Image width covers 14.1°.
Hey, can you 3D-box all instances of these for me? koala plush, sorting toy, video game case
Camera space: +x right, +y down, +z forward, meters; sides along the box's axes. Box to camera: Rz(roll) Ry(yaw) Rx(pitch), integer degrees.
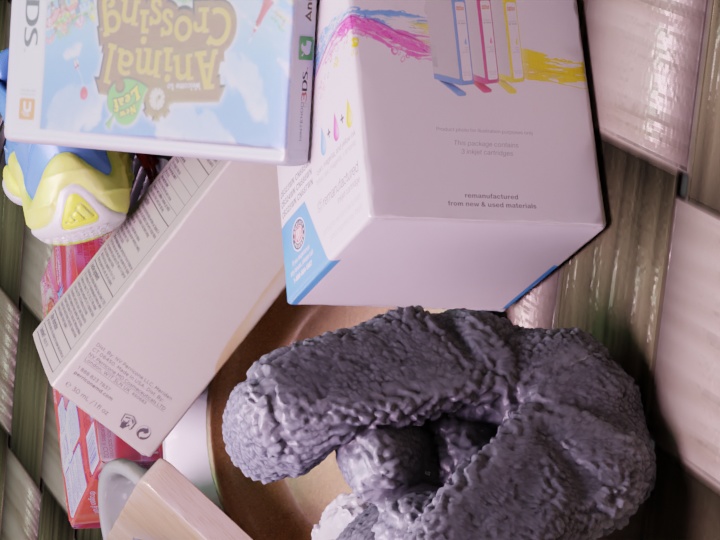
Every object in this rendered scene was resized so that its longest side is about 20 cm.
[{"bbox_3d":[0.036,0.132,1.355,0.177,0.183,0.201,45,140,27],"label":"koala plush"},{"bbox_3d":[-0.075,0.220,1.600,0.200,0.070,0.199,43,156,4],"label":"sorting toy"},{"bbox_3d":[-0.101,-0.150,1.459,0.199,0.022,0.183,7,95,39],"label":"video game case"}]

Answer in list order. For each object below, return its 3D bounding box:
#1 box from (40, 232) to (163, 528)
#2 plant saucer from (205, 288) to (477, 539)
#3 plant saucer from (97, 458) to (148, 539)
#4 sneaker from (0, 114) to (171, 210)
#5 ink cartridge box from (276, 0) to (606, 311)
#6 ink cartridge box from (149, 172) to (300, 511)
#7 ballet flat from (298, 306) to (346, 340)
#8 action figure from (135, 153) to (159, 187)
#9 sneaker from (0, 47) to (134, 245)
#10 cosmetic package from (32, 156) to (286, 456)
[{"bbox_3d":[-0.157,0.068,1.997,0.103,0.094,0.201,119,146,-52],"label":"box"},{"bbox_3d":[0.003,0.077,1.545,0.200,0.035,0.201,-5,82,39],"label":"plant saucer"},{"bbox_3d":[-0.108,0.210,1.875,0.200,0.050,0.201,52,153,41],"label":"plant saucer"},{"bbox_3d":[-0.141,-0.065,1.824,0.089,0.199,0.074,-87,23,-69],"label":"sneaker"},{"bbox_3d":[0.031,-0.095,1.443,0.129,0.125,0.201,135,133,-62],"label":"ink cartridge box"},{"bbox_3d":[-0.067,0.047,1.682,0.146,0.085,0.201,33,-128,-82],"label":"ink cartridge box"},{"bbox_3d":[0.000,0.000,1.618,0.062,0.067,0.201,-33,58,52],"label":"ballet flat"},{"bbox_3d":[-0.098,-0.120,1.576,0.099,0.065,0.200,61,158,9],"label":"action figure"},{"bbox_3d":[-0.168,-0.085,1.622,0.200,0.075,0.106,-135,32,-71],"label":"sneaker"},{"bbox_3d":[-0.084,-0.010,1.550,0.200,0.071,0.105,-51,18,5],"label":"cosmetic package"}]
